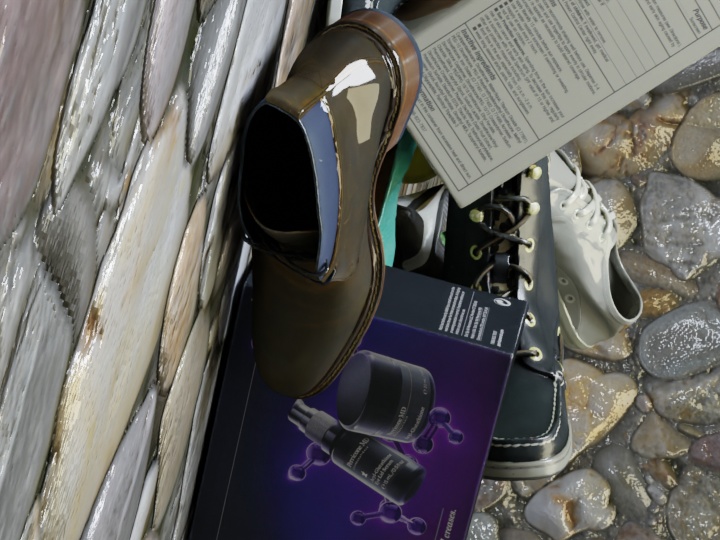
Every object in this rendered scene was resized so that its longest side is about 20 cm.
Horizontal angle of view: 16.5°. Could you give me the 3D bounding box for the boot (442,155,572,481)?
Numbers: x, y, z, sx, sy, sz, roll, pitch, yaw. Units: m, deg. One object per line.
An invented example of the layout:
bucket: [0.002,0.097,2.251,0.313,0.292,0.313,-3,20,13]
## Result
boot: [0.078,0.012,1.380,0.204,0.073,0.155,-92,180,-66]

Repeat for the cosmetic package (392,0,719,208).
cosmetic package: [0.106,-0.135,1.312,0.106,0.199,0.071,56,7,-24]

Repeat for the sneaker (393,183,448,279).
sneaker: [0.000,0.000,1.506,0.200,0.115,0.076,-23,92,-48]

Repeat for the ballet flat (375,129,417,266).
ballet flat: [-0.012,-0.039,1.364,0.070,0.067,0.201,45,56,-58]

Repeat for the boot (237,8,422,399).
boot: [-0.034,-0.016,1.127,0.097,0.074,0.201,-37,144,-55]

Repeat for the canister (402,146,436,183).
canister: [0.040,-0.131,1.525,0.200,0.086,0.150,-44,147,-80]

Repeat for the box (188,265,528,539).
box: [-0.007,0.100,1.268,0.079,0.140,0.201,-61,165,-67]

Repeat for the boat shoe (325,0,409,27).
boat shoe: [0.027,-0.184,1.297,0.076,0.060,0.201,99,7,-58]

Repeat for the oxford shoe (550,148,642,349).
oxford shoe: [0.125,-0.037,1.531,0.075,0.057,0.201,-72,143,-51]
